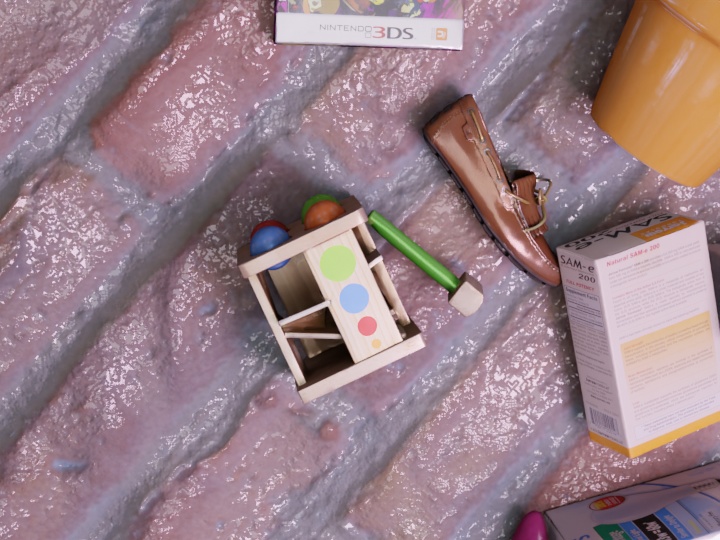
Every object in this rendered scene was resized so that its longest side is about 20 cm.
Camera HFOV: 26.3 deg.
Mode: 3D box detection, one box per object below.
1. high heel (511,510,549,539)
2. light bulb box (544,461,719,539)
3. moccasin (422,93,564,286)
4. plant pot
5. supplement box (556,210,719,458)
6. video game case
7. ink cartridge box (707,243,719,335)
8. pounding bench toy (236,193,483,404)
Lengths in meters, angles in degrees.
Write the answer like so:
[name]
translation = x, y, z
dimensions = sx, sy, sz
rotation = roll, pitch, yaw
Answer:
[high heel]
translation = 0.126, 0.329, 1.515
dimensions = 0.095, 0.067, 0.202
rotation = 7, 101, -17
[light bulb box]
translation = 0.298, 0.284, 1.460
dimensions = 0.198, 0.198, 0.126
rotation = -15, 97, -4
[moccasin]
translation = 0.141, -0.074, 1.463
dimensions = 0.077, 0.074, 0.202
rotation = -34, 92, 8
[plant pot]
translation = 0.311, -0.185, 1.408
dimensions = 0.199, 0.200, 0.184
rotation = 30, 110, -8
[supplement box]
translation = 0.270, 0.059, 1.463
dimensions = 0.125, 0.073, 0.202
rotation = -18, 107, -22
[video game case]
translation = 0.010, -0.308, 1.432
dimensions = 0.179, 0.036, 0.202
rotation = 2, 98, -7
[ink cartridge box]
translation = 0.438, 0.018, 1.461
dimensions = 0.198, 0.146, 0.085
rotation = -4, 100, -4
[pounding bench toy]
translation = 0.000, 0.000, 1.431
dimensions = 0.199, 0.124, 0.157
rotation = -25, 99, -1
